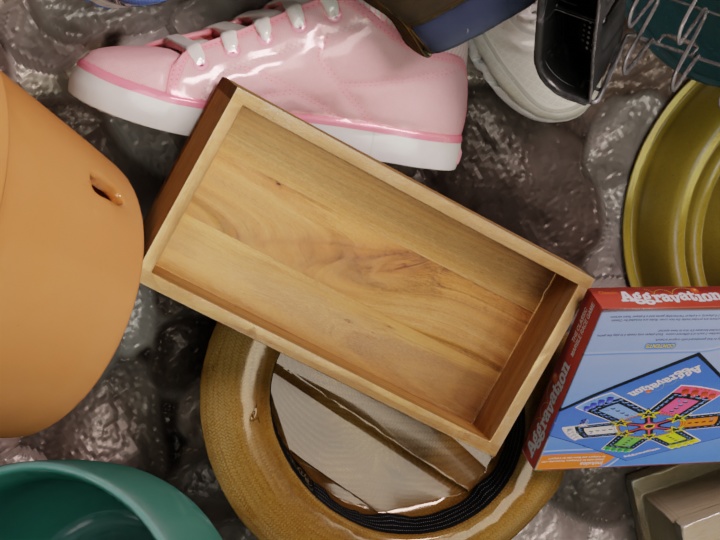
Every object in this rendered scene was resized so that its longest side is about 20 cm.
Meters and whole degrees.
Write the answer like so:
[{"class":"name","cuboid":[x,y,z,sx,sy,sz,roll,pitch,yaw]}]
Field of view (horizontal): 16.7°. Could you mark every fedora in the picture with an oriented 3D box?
[{"class":"fedora","cuboid":[0.009,0.060,1.227,0.200,0.082,0.201,-4,105,-14]}]

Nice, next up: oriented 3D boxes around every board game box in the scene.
[{"class":"board game box","cuboid":[0.184,0.052,1.216,0.200,0.019,0.103,0,127,-27]}]

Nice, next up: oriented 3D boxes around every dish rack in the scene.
[{"class":"dish rack","cuboid":[0.179,-0.123,1.058,0.200,0.055,0.154,20,138,18]}]

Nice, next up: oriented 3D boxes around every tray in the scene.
[{"class":"tray","cuboid":[0.000,0.000,1.145,0.200,0.037,0.099,27,95,-21]}]

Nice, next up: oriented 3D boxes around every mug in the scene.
[{"class":"mug","cuboid":[-0.120,0.175,1.175,0.185,0.114,0.152,30,94,17]}]

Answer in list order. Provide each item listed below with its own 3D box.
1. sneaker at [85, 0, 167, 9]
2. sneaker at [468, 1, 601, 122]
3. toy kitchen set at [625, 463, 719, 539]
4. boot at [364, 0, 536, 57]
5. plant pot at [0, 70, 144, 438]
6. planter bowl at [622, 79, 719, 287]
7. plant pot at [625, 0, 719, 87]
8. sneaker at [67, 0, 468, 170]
[{"class":"sneaker","cuboid":[-0.041,-0.173,1.142,0.200,0.085,0.077,-30,112,-8]},{"class":"sneaker","cuboid":[0.082,-0.162,1.187,0.075,0.081,0.200,-18,112,-13]},{"class":"toy kitchen set","cuboid":[0.264,0.199,1.302,0.180,0.163,0.200,-18,110,-12]},{"class":"boot","cuboid":[0.074,-0.184,1.116,0.200,0.075,0.097,-34,132,-1]},{"class":"plant pot","cuboid":[-0.192,-0.008,1.096,0.140,0.200,0.200,24,98,-38]},{"class":"planter bowl","cuboid":[0.244,-0.020,1.276,0.200,0.083,0.201,-5,107,-16]},{"class":"plant pot","cuboid":[0.245,-0.176,1.145,0.200,0.188,0.201,-8,104,-34]},{"class":"sneaker","cuboid":[-0.037,-0.111,1.169,0.200,0.075,0.105,7,101,-22]}]
